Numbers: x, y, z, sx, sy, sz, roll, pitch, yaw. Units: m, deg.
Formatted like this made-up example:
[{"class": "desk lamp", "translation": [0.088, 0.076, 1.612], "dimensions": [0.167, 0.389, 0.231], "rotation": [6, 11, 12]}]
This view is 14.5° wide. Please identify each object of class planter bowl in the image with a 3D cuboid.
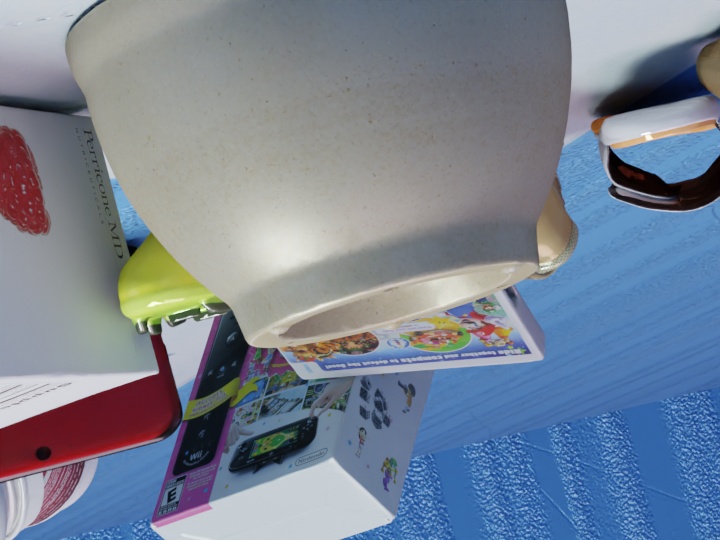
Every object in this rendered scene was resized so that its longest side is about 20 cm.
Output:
[{"class": "planter bowl", "translation": [-0.004, -0.048, 1.104], "dimensions": [0.199, 0.135, 0.200], "rotation": [-14, 172, -2]}]

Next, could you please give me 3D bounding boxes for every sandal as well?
[{"class": "sandal", "translation": [0.163, -0.059, 1.508], "dimensions": [0.079, 0.060, 0.207], "rotation": [-11, -178, 10]}]

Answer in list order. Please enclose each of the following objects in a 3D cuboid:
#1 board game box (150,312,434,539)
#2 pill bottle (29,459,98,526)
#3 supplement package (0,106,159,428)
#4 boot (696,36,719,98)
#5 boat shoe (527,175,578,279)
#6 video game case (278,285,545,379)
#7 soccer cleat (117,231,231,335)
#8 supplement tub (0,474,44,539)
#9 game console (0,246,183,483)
[{"class": "board game box", "translation": [-0.029, 0.066, 1.634], "dimensions": [0.147, 0.201, 0.064], "rotation": [-21, 127, 36]}, {"class": "pill bottle", "translation": [-0.242, 0.116, 1.869], "dimensions": [0.109, 0.110, 0.200], "rotation": [-16, 171, 8]}, {"class": "supplement package", "translation": [-0.191, 0.003, 1.151], "dimensions": [0.119, 0.122, 0.200], "rotation": [-19, 172, 24]}, {"class": "boot", "translation": [0.265, -0.114, 1.429], "dimensions": [0.199, 0.074, 0.075], "rotation": [-5, -175, -15]}, {"class": "boat shoe", "translation": [0.083, -0.034, 1.482], "dimensions": [0.072, 0.076, 0.200], "rotation": [-47, 169, 2]}, {"class": "video game case", "translation": [0.000, 0.000, 1.458], "dimensions": [0.143, 0.018, 0.200], "rotation": [-6, 149, 20]}, {"class": "soccer cleat", "translation": [-0.055, -0.029, 1.229], "dimensions": [0.064, 0.084, 0.200], "rotation": [-12, -170, 28]}, {"class": "supplement tub", "translation": [-0.300, 0.145, 1.660], "dimensions": [0.200, 0.146, 0.145], "rotation": [-33, -175, -38]}, {"class": "game console", "translation": [-0.206, 0.069, 1.581], "dimensions": [0.199, 0.119, 0.172], "rotation": [-14, 172, -6]}]
